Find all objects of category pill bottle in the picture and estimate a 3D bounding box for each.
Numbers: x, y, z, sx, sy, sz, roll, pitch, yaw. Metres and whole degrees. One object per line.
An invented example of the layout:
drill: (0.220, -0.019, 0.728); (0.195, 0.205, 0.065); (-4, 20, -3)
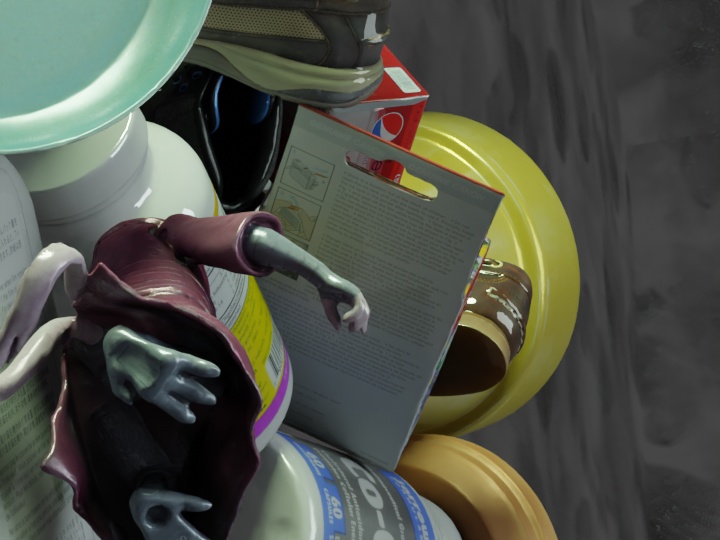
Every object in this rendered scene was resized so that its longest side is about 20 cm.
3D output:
pill bottle: (-0.104, 0.003, 1.067); (0.200, 0.104, 0.105); (68, 19, -46)
pill bottle: (-0.027, 0.146, 1.212); (0.200, 0.113, 0.114); (25, 57, -60)

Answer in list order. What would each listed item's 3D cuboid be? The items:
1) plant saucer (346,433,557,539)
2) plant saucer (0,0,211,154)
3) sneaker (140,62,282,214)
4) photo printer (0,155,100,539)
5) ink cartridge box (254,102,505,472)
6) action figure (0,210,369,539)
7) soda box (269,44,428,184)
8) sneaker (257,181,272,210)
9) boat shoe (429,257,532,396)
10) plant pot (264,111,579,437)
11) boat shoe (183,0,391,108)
plant saucer: (0.020, 0.188, 1.320); (0.037, 0.199, 0.201); (23, 58, -55)
plant saucer: (-0.146, -0.138, 0.874); (0.027, 0.199, 0.201); (-23, -109, 61)
sneaker: (-0.083, -0.108, 1.159); (0.073, 0.112, 0.201); (-4, 76, -34)
photo printer: (-0.158, 0.048, 0.873); (0.166, 0.069, 0.201); (-53, 133, -74)
ink cartridge box: (0.000, 0.000, 1.149); (0.050, 0.109, 0.200); (-62, 174, -47)
action figure: (-0.087, 0.031, 0.903); (0.149, 0.134, 0.200); (29, 21, -20)
soda box: (-0.048, -0.118, 1.230); (0.200, 0.063, 0.070); (52, -42, 37)
sneaker: (-0.086, -0.072, 1.261); (0.089, 0.074, 0.201); (63, 26, -45)
boat shoe: (-0.005, 0.027, 1.256); (0.070, 0.199, 0.071); (-67, 150, -44)
plant pot: (0.005, 0.012, 1.390); (0.189, 0.200, 0.202); (-15, 97, -63)
boat shoe: (-0.080, -0.134, 1.067); (0.075, 0.199, 0.074); (-104, -151, -65)
